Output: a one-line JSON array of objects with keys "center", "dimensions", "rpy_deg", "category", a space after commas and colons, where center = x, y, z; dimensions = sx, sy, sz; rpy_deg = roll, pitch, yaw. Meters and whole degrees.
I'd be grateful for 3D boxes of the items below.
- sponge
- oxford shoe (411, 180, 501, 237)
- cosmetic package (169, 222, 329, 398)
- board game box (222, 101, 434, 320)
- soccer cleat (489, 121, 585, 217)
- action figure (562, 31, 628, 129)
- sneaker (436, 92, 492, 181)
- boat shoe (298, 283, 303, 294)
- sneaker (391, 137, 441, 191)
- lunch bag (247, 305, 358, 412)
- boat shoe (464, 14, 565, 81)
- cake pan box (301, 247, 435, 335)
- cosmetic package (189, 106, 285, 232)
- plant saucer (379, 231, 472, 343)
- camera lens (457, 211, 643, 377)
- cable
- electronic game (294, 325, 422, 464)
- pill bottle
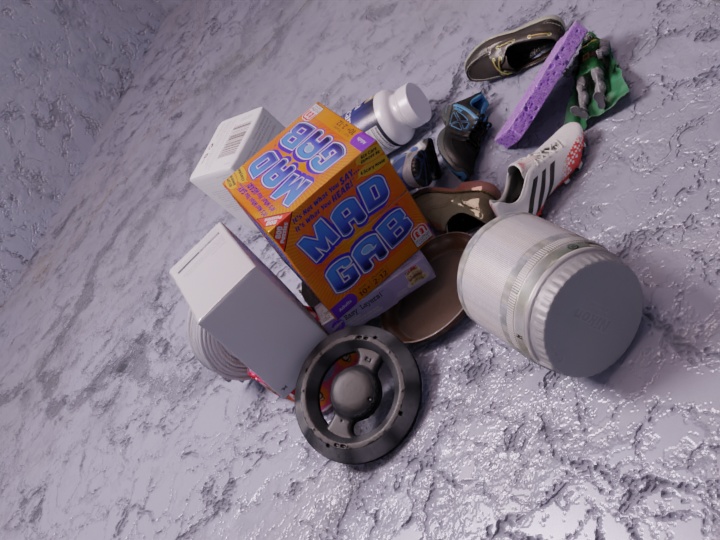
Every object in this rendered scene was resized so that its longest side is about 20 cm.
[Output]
[{"center": [0.289, -0.293, 1.387], "dimensions": [0.201, 0.030, 0.112], "rpy_deg": [-57, 1, -2], "category": "sponge"}, {"center": [0.132, -0.090, 1.394], "dimensions": [0.199, 0.071, 0.074], "rpy_deg": [-13, 49, 45], "category": "oxford shoe"}, {"center": [-0.169, 0.058, 1.341], "dimensions": [0.123, 0.200, 0.200], "rpy_deg": [-43, 33, -1], "category": "cosmetic package"}, {"center": [-0.049, -0.094, 1.314], "dimensions": [0.200, 0.200, 0.200], "rpy_deg": [-40, 38, -6], "category": "board game box"}, {"center": [0.262, -0.148, 1.273], "dimensions": [0.201, 0.085, 0.068], "rpy_deg": [-55, 31, -8], "category": "soccer cleat"}, {"center": [0.363, -0.314, 1.360], "dimensions": [0.118, 0.055, 0.201], "rpy_deg": [-29, 33, 36], "category": "action figure"}, {"center": [0.181, -0.236, 1.484], "dimensions": [0.082, 0.073, 0.201], "rpy_deg": [-28, 38, 29], "category": "sneaker"}, {"center": [-0.023, 0.032, 1.468], "dimensions": [0.199, 0.071, 0.064], "rpy_deg": [5, 60, 44], "category": "boat shoe"}, {"center": [0.088, -0.177, 1.466], "dimensions": [0.076, 0.076, 0.200], "rpy_deg": [-15, 7, 21], "category": "sneaker"}, {"center": [-0.081, 0.131, 1.426], "dimensions": [0.199, 0.082, 0.177], "rpy_deg": [9, 60, 52], "category": "lunch bag"}, {"center": [0.268, -0.384, 1.532], "dimensions": [0.200, 0.072, 0.061], "rpy_deg": [-21, 37, 35], "category": "boat shoe"}, {"center": [0.000, 0.000, 1.381], "dimensions": [0.199, 0.052, 0.185], "rpy_deg": [-33, 36, 5], "category": "cake pan box"}, {"center": [-0.217, -0.209, 1.839], "dimensions": [0.164, 0.200, 0.166], "rpy_deg": [-6, 51, 48], "category": "cosmetic package"}, {"center": [0.114, 0.031, 1.323], "dimensions": [0.199, 0.032, 0.201], "rpy_deg": [-32, 35, 26], "category": "plant saucer"}, {"center": [0.225, 0.025, 1.063], "dimensions": [0.160, 0.160, 0.200], "rpy_deg": [-50, 31, -2], "category": "camera lens"}, {"center": [-0.204, 0.091, 1.502], "dimensions": [0.200, 0.200, 0.069], "rpy_deg": [-49, 36, -7], "category": "cable"}, {"center": [-0.006, 0.177, 1.245], "dimensions": [0.198, 0.042, 0.202], "rpy_deg": [-8, 68, 21], "category": "electronic game"}, {"center": [0.036, -0.282, 1.681], "dimensions": [0.199, 0.111, 0.112], "rpy_deg": [-26, 38, 33], "category": "pill bottle"}]
